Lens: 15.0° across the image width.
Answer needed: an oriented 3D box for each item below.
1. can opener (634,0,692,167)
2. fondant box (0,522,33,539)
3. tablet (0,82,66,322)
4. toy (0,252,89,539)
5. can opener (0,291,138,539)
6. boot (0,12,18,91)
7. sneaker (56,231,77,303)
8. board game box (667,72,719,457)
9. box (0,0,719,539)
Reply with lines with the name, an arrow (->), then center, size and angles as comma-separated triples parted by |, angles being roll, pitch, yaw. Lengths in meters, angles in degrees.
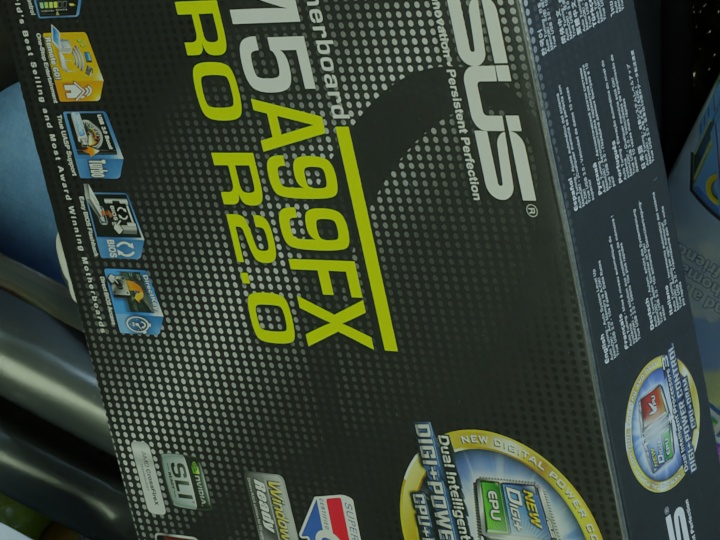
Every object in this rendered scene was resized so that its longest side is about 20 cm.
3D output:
can opener -> 0.082, -0.117, 0.701 | 0.067, 0.053, 0.200 | 6, 111, 24
fondant box -> -0.109, 0.135, 0.797 | 0.144, 0.200, 0.058 | -11, 58, 33
tablet -> -0.032, 0.004, 0.819 | 0.200, 0.014, 0.130 | 26, 117, 16
toy -> -0.103, 0.060, 0.841 | 0.200, 0.047, 0.115 | 23, 124, 17
can opener -> -0.146, 0.019, 0.769 | 0.200, 0.067, 0.053 | 27, 108, 6
boot -> -0.151, -0.126, 0.793 | 0.150, 0.073, 0.200 | -21, 91, 29
sneaker -> -0.011, -0.048, 0.726 | 0.199, 0.079, 0.130 | 9, 109, 49
board game box -> 0.147, 0.014, 0.724 | 0.151, 0.037, 0.200 | 30, 118, 13
box -> 0.000, 0.000, 0.653 | 0.160, 0.044, 0.200 | 4, 114, 40
